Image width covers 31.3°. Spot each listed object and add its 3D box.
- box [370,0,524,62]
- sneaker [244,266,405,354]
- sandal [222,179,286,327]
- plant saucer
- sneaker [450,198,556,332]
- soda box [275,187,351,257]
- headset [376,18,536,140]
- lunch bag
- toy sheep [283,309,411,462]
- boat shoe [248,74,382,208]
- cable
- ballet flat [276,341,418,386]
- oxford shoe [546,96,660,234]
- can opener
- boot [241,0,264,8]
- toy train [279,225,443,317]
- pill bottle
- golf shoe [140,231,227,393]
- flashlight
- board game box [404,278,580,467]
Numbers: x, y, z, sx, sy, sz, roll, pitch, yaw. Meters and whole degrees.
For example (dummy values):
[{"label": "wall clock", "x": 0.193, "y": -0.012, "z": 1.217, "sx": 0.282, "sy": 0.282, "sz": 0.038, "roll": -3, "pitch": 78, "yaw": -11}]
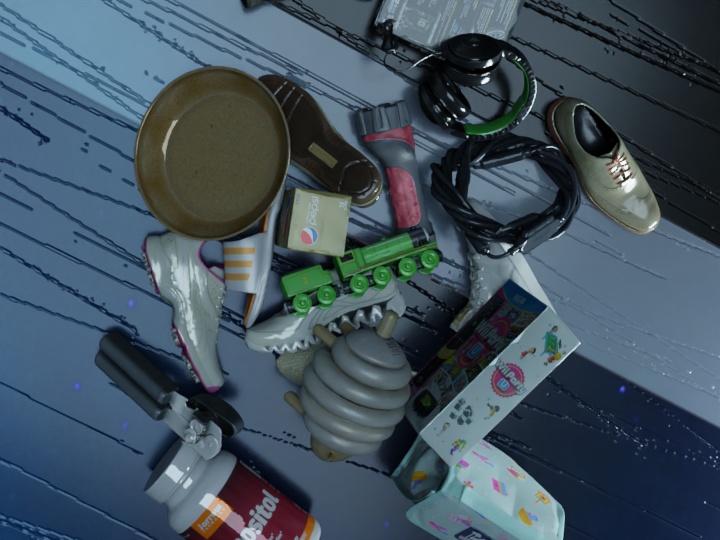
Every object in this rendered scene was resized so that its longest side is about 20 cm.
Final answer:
[{"label": "box", "x": 0.121, "y": -0.351, "z": 1.528, "sx": 0.159, "sy": 0.044, "sz": 0.202, "roll": 21, "pitch": 93, "yaw": -9}, {"label": "sneaker", "x": -0.048, "y": 0.041, "z": 1.530, "sx": 0.198, "sy": 0.075, "sz": 0.082, "roll": -19, "pitch": 108, "yaw": -12}, {"label": "sandal", "x": -0.131, "y": -0.038, "z": 1.515, "sx": 0.059, "sy": 0.079, "sz": 0.209, "roll": 10, "pitch": 85, "yaw": -9}, {"label": "plant saucer", "x": -0.167, "y": -0.133, "z": 1.487, "sx": 0.198, "sy": 0.035, "sz": 0.202, "roll": -1, "pitch": 86, "yaw": 19}, {"label": "sneaker", "x": 0.148, "y": 0.023, "z": 1.556, "sx": 0.115, "sy": 0.074, "sz": 0.201, "roll": -34, "pitch": 100, "yaw": -6}, {"label": "soda box", "x": -0.056, "y": -0.055, "z": 1.456, "sx": 0.063, "sy": 0.200, "sz": 0.068, "roll": 8, "pitch": 91, "yaw": -8}, {"label": "headset", "x": 0.109, "y": -0.230, "z": 1.500, "sx": 0.199, "sy": 0.094, "sz": 0.124, "roll": 19, "pitch": 122, "yaw": -26}, {"label": "lunch bag", "x": 0.139, "y": 0.272, "z": 1.517, "sx": 0.170, "sy": 0.200, "sz": 0.122, "roll": 34, "pitch": 91, "yaw": -10}, {"label": "toy sheep", "x": -0.007, "y": 0.131, "z": 1.456, "sx": 0.137, "sy": 0.138, "sz": 0.201, "roll": 18, "pitch": 112, "yaw": -9}, {"label": "boat shoe", "x": -0.055, "y": -0.145, "z": 1.514, "sx": 0.075, "sy": 0.075, "sz": 0.203, "roll": -42, "pitch": 76, "yaw": -1}, {"label": "cable", "x": 0.174, "y": -0.097, "z": 1.528, "sx": 0.163, "sy": 0.051, "sz": 0.199, "roll": 42, "pitch": 53, "yaw": 19}, {"label": "ballet flat", "x": -0.003, "y": 0.126, "z": 1.553, "sx": 0.198, "sy": 0.062, "sz": 0.068, "roll": 14, "pitch": 94, "yaw": -8}, {"label": "oxford shoe", "x": 0.300, "y": -0.123, "z": 1.558, "sx": 0.070, "sy": 0.075, "sz": 0.200, "roll": -42, "pitch": 100, "yaw": -3}, {"label": "can opener", "x": -0.227, "y": 0.145, "z": 1.500, "sx": 0.199, "sy": 0.066, "sz": 0.053, "roll": 36, "pitch": 124, "yaw": 17}, {"label": "boot", "x": -0.070, "y": -0.404, "z": 1.495, "sx": 0.173, "sy": 0.069, "sz": 0.202, "roll": -14, "pitch": 102, "yaw": -11}, {"label": "toy train", "x": 0.000, "y": 0.000, "z": 1.488, "sx": 0.198, "sy": 0.042, "sz": 0.057, "roll": -19, "pitch": 81, "yaw": -12}, {"label": "pill bottle", "x": -0.154, "y": 0.288, "z": 1.524, "sx": 0.200, "sy": 0.113, "sz": 0.113, "roll": 39, "pitch": 90, "yaw": -9}, {"label": "golf shoe", "x": -0.189, "y": 0.044, "z": 1.517, "sx": 0.091, "sy": 0.075, "sz": 0.202, "roll": -22, "pitch": 101, "yaw": -11}, {"label": "flashlight", "x": 0.045, "y": -0.099, "z": 1.533, "sx": 0.067, "sy": 0.068, "sz": 0.202, "roll": -10, "pitch": 97, "yaw": 7}, {"label": "board game box", "x": 0.140, "y": 0.114, "z": 1.467, "sx": 0.200, "sy": 0.148, "sz": 0.064, "roll": -44, "pitch": 106, "yaw": 0}]
